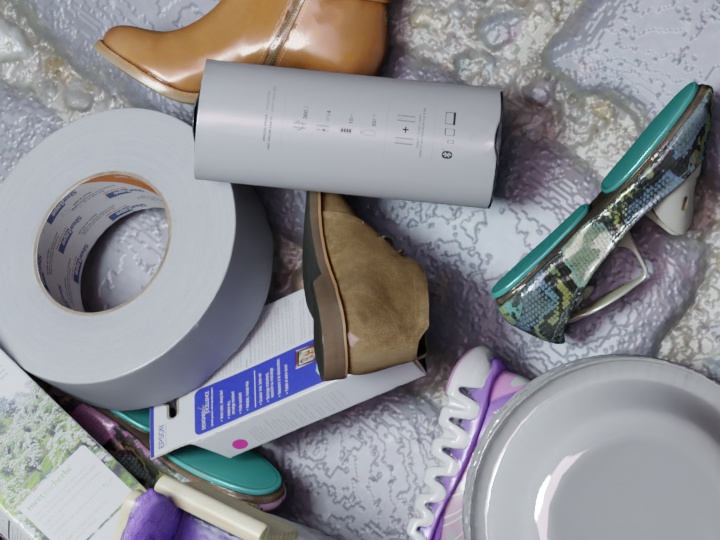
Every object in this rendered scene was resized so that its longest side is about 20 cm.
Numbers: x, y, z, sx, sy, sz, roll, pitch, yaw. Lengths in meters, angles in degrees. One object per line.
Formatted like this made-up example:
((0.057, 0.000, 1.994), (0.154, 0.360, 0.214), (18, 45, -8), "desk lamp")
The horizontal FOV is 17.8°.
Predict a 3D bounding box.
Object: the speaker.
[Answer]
((-0.010, -0.089, 1.508), (0.199, 0.081, 0.081), (5, 89, -1), "speaker")

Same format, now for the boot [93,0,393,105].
((-0.073, -0.182, 1.580), (0.199, 0.074, 0.155), (17, 97, 8), "boot")

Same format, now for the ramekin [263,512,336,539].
((-0.068, 0.259, 1.535), (0.200, 0.105, 0.201), (-2, 86, 22), "ramekin")

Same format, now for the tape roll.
((-0.163, -0.008, 1.580), (0.200, 0.066, 0.201), (-8, 67, 20), "tape roll")

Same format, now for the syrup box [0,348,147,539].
((-0.229, 0.130, 1.555), (0.200, 0.081, 0.079), (42, 70, 9), "syrup box")

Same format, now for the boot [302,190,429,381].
((0.000, 0.000, 1.513), (0.075, 0.200, 0.074), (-6, 128, -6), "boot")

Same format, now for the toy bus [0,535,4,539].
((-0.278, 0.097, 1.639), (0.078, 0.065, 0.200), (-26, 76, -12), "toy bus")

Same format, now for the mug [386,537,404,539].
((0.024, 0.291, 1.375), (0.175, 0.148, 0.200), (-45, 83, 9), "mug")

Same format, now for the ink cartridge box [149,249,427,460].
((-0.051, 0.063, 1.553), (0.200, 0.037, 0.095), (-22, 44, 17), "ink cartridge box")

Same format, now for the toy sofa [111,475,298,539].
((-0.124, 0.236, 1.450), (0.083, 0.098, 0.200), (24, 95, 21), "toy sofa")

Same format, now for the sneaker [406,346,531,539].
((0.082, 0.155, 1.501), (0.088, 0.080, 0.201), (17, 93, 11), "sneaker")

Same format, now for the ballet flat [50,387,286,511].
((-0.137, 0.133, 1.597), (0.200, 0.069, 0.071), (27, 115, 25), "ballet flat")

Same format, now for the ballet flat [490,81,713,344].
((0.172, -0.032, 1.487), (0.200, 0.074, 0.074), (-46, 72, 15), "ballet flat")

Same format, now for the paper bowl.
((0.164, 0.152, 1.416), (0.200, 0.104, 0.201), (0, 90, -1), "paper bowl")
